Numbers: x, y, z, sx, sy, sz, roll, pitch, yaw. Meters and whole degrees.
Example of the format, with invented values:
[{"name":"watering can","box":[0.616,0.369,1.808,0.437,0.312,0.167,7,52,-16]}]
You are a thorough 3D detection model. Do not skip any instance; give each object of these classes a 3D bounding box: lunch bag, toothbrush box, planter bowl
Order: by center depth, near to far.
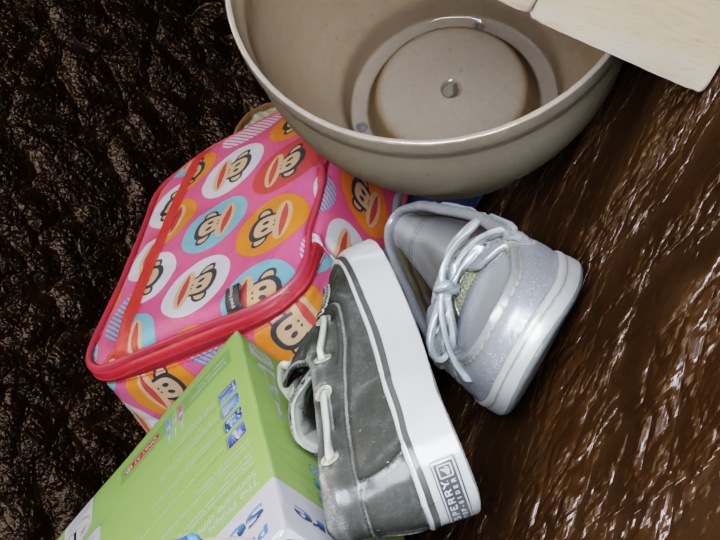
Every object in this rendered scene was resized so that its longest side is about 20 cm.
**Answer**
[{"name":"toothbrush box","box":[-0.060,0.137,0.653,0.146,0.086,0.200,-49,19,8]},{"name":"planter bowl","box":[0.042,-0.119,0.755,0.135,0.200,0.200,72,-141,-64]},{"name":"lunch bag","box":[-0.069,-0.001,0.835,0.176,0.082,0.200,-23,32,28]}]

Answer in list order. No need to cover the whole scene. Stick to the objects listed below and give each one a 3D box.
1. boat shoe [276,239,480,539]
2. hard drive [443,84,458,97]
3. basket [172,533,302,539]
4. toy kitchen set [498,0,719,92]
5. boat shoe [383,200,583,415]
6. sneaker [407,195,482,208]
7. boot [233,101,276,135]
[{"name":"boat shoe","box":[-0.003,0.045,0.624,0.064,0.071,0.200,-19,22,0]},{"name":"hard drive","box":[0.020,-0.127,1.003,0.200,0.139,0.038,-85,-7,-63]},{"name":"basket","box":[-0.042,0.157,0.388,0.177,0.139,0.200,-61,-23,15]},{"name":"toy kitchen set","box":[0.096,-0.178,0.523,0.163,0.180,0.200,-79,13,-61]},{"name":"boat shoe","box":[0.048,0.007,0.661,0.075,0.065,0.202,-62,8,11]},{"name":"sneaker","box":[0.000,0.000,0.912,0.200,0.079,0.089,-40,30,13]},{"name":"boot","box":[-0.061,0.000,1.064,0.175,0.066,0.200,-77,-18,-64]}]
